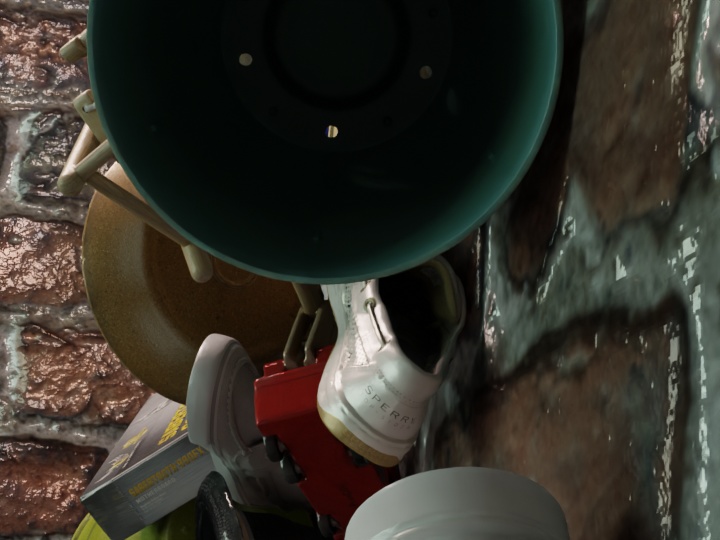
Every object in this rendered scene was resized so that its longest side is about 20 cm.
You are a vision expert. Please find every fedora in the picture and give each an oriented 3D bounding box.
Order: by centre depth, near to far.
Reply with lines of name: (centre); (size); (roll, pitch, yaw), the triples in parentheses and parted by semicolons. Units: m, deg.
fedora: (-0.052, 0.220, 0.999); (0.201, 0.091, 0.201); (173, 90, -76)

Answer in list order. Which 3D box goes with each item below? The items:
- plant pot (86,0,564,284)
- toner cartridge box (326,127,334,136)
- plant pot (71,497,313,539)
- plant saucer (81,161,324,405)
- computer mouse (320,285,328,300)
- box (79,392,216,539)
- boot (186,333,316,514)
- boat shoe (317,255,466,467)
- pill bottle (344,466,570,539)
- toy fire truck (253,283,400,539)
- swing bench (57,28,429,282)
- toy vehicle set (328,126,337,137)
plant pot: (-0.013, -0.108, 0.708); (0.161, 0.200, 0.201); (-82, -1, -79)
toner cartridge box: (-0.022, -0.168, 1.192); (0.095, 0.043, 0.201); (-152, 67, -78)
plant pot: (-0.125, 0.245, 1.244); (0.193, 0.200, 0.201); (139, 136, -59)
plant saucer: (-0.096, -0.004, 1.053); (0.035, 0.200, 0.201); (-17, 66, 51)
computer mouse: (0.000, 0.000, 0.984); (0.110, 0.044, 0.200); (-114, 29, -51)
box: (-0.122, 0.119, 1.208); (0.048, 0.158, 0.200); (55, -162, -10)
boot: (-0.051, 0.107, 0.997); (0.200, 0.095, 0.074); (76, -152, -62)
boat shoe: (0.026, 0.019, 0.793); (0.069, 0.071, 0.200); (-50, 18, 26)
pill bottle: (0.040, 0.166, 0.475); (0.200, 0.112, 0.112); (-94, 13, -44)
toy fire truck: (-0.027, 0.051, 0.859); (0.200, 0.049, 0.141); (62, -163, -50)
swing bench: (-0.077, -0.138, 0.942); (0.199, 0.130, 0.200); (-35, 41, 22)
toy vehicle set: (-0.001, -0.103, 1.085); (0.124, 0.026, 0.200); (-121, 37, -74)
